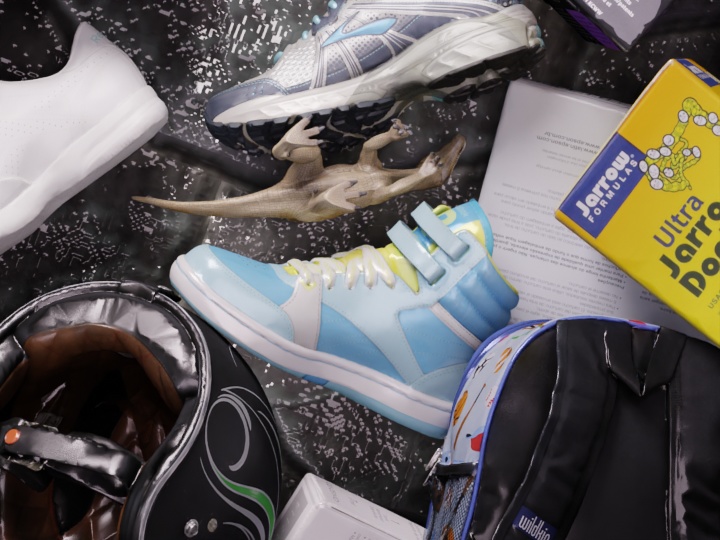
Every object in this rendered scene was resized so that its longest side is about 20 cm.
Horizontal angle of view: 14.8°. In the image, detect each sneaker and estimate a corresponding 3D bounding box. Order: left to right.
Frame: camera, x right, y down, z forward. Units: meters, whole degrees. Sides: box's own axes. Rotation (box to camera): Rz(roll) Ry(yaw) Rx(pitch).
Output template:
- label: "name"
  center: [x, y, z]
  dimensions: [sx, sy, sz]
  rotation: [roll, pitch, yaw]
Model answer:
- label: "sneaker"
  center: [-0.211, -0.062, 1.584]
  dimensions: [0.200, 0.075, 0.089]
  rotation: [-37, 89, -6]
- label: "sneaker"
  center: [0.000, 0.000, 1.567]
  dimensions: [0.199, 0.080, 0.131]
  rotation: [25, 103, -25]
- label: "sneaker"
  center: [0.002, -0.127, 1.601]
  dimensions: [0.199, 0.078, 0.087]
  rotation: [-18, 73, 3]

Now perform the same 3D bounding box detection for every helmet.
- label: "helmet"
  center: [-0.136, 0.121, 1.552]
  dimensions: [0.199, 0.201, 0.191]
  rotation: [-20, 144, -4]

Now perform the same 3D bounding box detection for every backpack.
- label: "backpack"
  center: [0.126, 0.120, 1.526]
  dimensions: [0.199, 0.154, 0.192]
  rotation: [14, 89, -20]

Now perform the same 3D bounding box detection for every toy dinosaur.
- label: "toy dinosaur"
  center: [-0.026, -0.045, 1.588]
  dimensions: [0.199, 0.101, 0.059]
  rotation: [-9, 74, -11]

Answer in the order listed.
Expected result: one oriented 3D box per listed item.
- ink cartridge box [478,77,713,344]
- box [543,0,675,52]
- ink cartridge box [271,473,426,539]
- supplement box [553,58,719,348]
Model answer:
- label: "ink cartridge box"
  center: [0.157, 0.007, 1.619]
  dimensions: [0.195, 0.043, 0.201]
  rotation: [16, 99, 10]
- label: "box"
  center: [0.169, -0.233, 1.569]
  dimensions: [0.106, 0.122, 0.200]
  rotation: [43, 91, -11]
- label: "ink cartridge box"
  center: [-0.005, 0.241, 1.613]
  dimensions: [0.176, 0.045, 0.201]
  rotation: [28, 104, -20]
- label: "supplement box"
  center: [0.221, -0.015, 1.527]
  dimensions: [0.200, 0.109, 0.110]
  rotation: [38, 101, 7]
